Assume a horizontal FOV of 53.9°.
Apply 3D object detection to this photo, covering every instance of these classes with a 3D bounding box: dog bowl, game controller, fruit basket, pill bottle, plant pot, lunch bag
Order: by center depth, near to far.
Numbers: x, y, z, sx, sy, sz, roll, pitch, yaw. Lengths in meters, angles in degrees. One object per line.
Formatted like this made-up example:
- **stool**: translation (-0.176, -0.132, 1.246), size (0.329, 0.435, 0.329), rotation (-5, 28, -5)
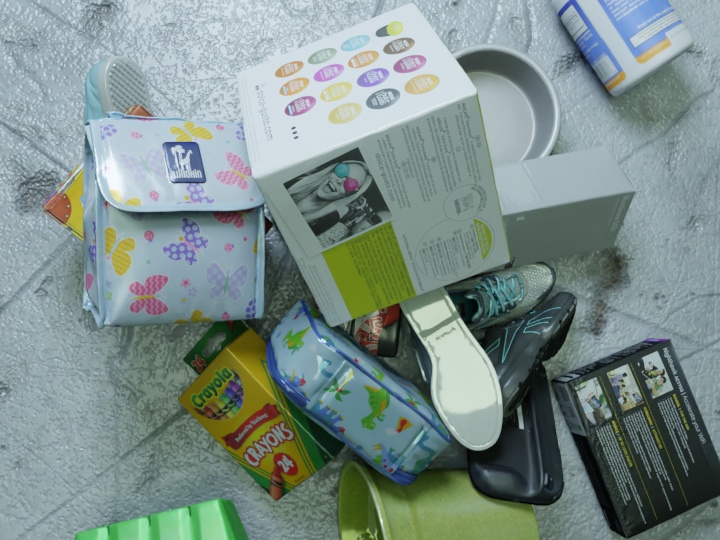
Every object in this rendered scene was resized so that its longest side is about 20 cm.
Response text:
- **lunch bag**: translation (-0.186, -0.051, 0.704), size (0.169, 0.127, 0.200), rotation (-1, 98, -30)
- **lunch bag**: translation (-0.006, 0.124, 0.745), size (0.200, 0.161, 0.082), rotation (40, 94, -19)
- **fruit basket**: translation (-0.206, 0.364, 0.759), size (0.215, 0.156, 0.216), rotation (0, 71, -1)
- **plant pot**: translation (0.088, 0.297, 0.787), size (0.184, 0.200, 0.201), rotation (-5, 86, -17)
- **game controller**: translation (0.172, 0.172, 0.814), size (0.104, 0.042, 0.200), rotation (3, 43, 2)
- **pill bottle**: translation (0.311, -0.330, 0.881), size (0.112, 0.112, 0.200), rotation (-32, 89, -6)
- **dog bowl**: translation (0.157, -0.189, 0.884), size (0.200, 0.059, 0.200), rotation (0, 85, -5)

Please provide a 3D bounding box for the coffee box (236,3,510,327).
- **coffee box**: translation (0.013, -0.104, 0.697), size (0.197, 0.200, 0.200), rotation (-21, 132, 3)

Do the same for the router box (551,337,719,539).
- **router box**: translation (0.344, 0.202, 0.870), size (0.149, 0.051, 0.200), rotation (-21, 88, -8)

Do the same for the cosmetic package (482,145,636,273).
- **cosmetic package**: translation (0.207, -0.070, 0.840), size (0.200, 0.107, 0.090), rotation (-10, 52, -5)

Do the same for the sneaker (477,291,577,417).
- **sneaker**: translation (0.187, 0.080, 0.828), size (0.079, 0.075, 0.200), rotation (28, 49, 28)

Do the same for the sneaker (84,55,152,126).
- **sneaker**: translation (-0.289, -0.150, 0.848), size (0.074, 0.082, 0.200), rotation (-9, 104, -44)

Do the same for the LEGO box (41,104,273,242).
- **LEGO box**: translation (-0.224, -0.063, 0.797), size (0.200, 0.077, 0.149), rotation (43, 83, -25)

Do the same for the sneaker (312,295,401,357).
- **sneaker**: translation (0.000, 0.000, 0.851), size (0.108, 0.067, 0.202), rotation (5, 79, 4)

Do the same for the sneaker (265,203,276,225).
- **sneaker**: translation (-0.077, -0.148, 0.819), size (0.077, 0.146, 0.203), rotation (2, 87, -6)

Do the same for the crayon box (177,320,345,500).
- **crayon box**: translation (-0.122, 0.154, 0.804), size (0.200, 0.051, 0.127), rotation (46, 127, 1)

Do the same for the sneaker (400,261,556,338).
- **sneaker**: translation (0.149, 0.041, 0.850), size (0.200, 0.086, 0.078), rotation (-21, 88, -6)

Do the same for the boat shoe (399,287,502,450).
- **boat shoe**: translation (0.098, 0.095, 0.771), size (0.073, 0.062, 0.200), rotation (-24, 82, 2)
